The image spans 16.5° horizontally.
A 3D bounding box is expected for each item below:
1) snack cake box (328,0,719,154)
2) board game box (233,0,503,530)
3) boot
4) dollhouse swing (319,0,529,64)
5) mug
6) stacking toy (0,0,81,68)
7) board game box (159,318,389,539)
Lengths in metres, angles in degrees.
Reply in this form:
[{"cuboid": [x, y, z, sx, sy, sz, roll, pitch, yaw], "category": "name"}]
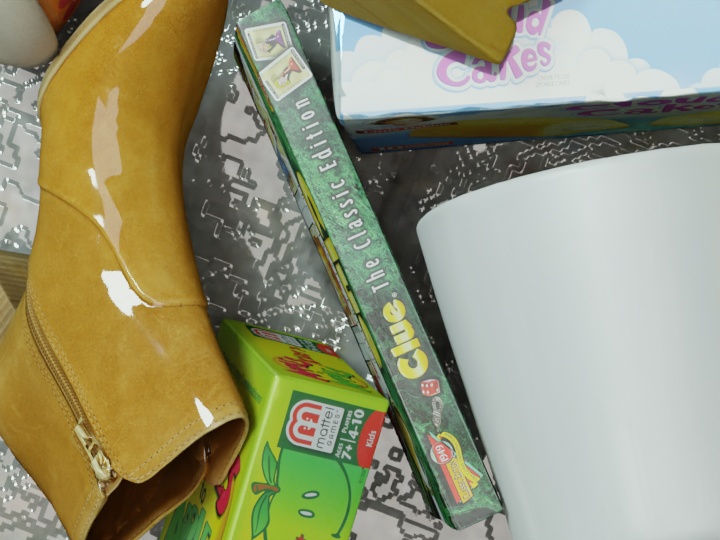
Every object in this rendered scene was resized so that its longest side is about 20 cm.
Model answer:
[{"cuboid": [0.091, -0.088, 0.924, 0.199, 0.115, 0.068, -4, 88, 4], "category": "snack cake box"}, {"cuboid": [0.000, 0.000, 0.937, 0.023, 0.105, 0.201, -23, 89, -7], "category": "board game box"}, {"cuboid": [-0.075, -0.001, 0.924, 0.144, 0.071, 0.202, 52, 122, 32], "category": "boot"}, {"cuboid": [-0.015, -0.205, 0.866, 0.181, 0.175, 0.201, 32, 78, -42], "category": "dollhouse swing"}, {"cuboid": [0.123, 0.042, 0.906, 0.186, 0.149, 0.154, -9, 81, -2], "category": "mug"}, {"cuboid": [-0.105, -0.188, 0.935, 0.200, 0.146, 0.146, -43, 92, -9], "category": "stacking toy"}, {"cuboid": [-0.050, 0.129, 0.958, 0.047, 0.102, 0.201, 14, 97, -16], "category": "board game box"}]
